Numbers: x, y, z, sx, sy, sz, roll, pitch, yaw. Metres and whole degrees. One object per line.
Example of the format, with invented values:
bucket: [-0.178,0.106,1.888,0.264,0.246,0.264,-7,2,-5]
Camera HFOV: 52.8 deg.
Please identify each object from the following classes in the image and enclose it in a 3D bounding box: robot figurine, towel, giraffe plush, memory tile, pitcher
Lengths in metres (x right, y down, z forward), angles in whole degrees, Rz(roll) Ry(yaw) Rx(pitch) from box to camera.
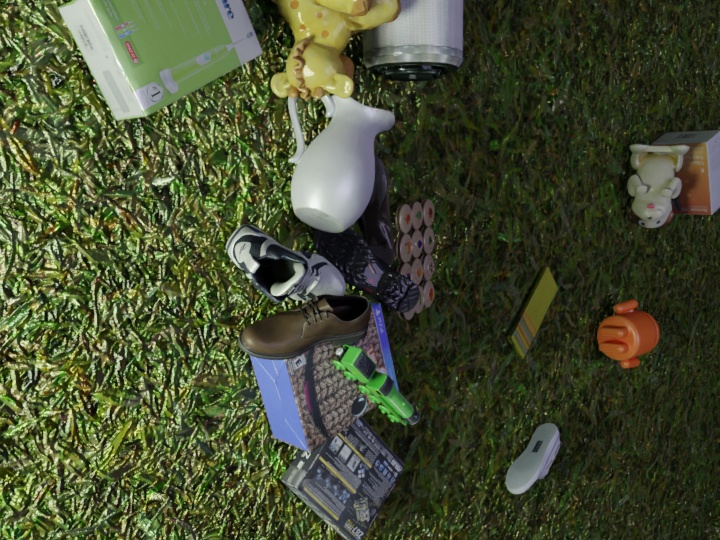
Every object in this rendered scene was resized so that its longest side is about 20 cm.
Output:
robot figurine: [0.676,0.160,1.824,0.199,0.117,0.144,-6,57,-43]
towel: [0.382,0.092,1.602,0.201,0.018,0.086,-57,135,-24]
giraffe plush: [-0.050,-0.323,1.031,0.199,0.172,0.164,-3,98,-35]
memory tile: [0.099,-0.022,1.279,0.153,0.017,0.202,-18,109,-61]
pitcher: [-0.052,-0.174,1.092,0.171,0.121,0.201,24,72,-16]

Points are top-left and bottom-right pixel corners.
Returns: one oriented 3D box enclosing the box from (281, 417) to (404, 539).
box: [-0.023,0.340,1.217,0.162,0.049,0.200,-56,129,-25]

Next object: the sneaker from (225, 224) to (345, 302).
sneaker: [-0.091,0.014,1.027,0.199,0.130,0.080,35,99,-31]

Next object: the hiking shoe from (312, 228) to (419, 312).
hiking shoe: [0.000,0.000,1.169,0.200,0.101,0.076,40,81,-5]

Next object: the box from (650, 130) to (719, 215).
box: [0.880,-0.262,1.943,0.106,0.152,0.201,-31,115,-38]

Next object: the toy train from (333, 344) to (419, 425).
toy train: [0.030,0.178,1.106,0.200,0.056,0.042,49,63,-36]

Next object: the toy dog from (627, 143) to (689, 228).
toy dog: [0.739,-0.209,1.847,0.194,0.138,0.202,8,87,-81]

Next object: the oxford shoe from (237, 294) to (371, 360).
oxford shoe: [-0.076,0.068,1.017,0.199,0.073,0.085,-14,144,-26]

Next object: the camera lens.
camera lens: [0.083,-0.409,1.147,0.159,0.159,0.202,-8,100,-43]

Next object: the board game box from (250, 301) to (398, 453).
board game box: [-0.053,0.156,1.130,0.199,0.096,0.161,-29,114,-38]

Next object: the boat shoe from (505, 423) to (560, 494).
boat shoe: [0.395,0.432,1.616,0.200,0.073,0.066,-42,118,-31]

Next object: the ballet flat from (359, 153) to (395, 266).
ballet flat: [0.025,-0.100,1.208,0.046,0.067,0.202,-58,139,-66]

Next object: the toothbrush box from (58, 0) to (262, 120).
toothbrush box: [-0.240,-0.297,0.900,0.200,0.086,0.146,-41,121,-32]
